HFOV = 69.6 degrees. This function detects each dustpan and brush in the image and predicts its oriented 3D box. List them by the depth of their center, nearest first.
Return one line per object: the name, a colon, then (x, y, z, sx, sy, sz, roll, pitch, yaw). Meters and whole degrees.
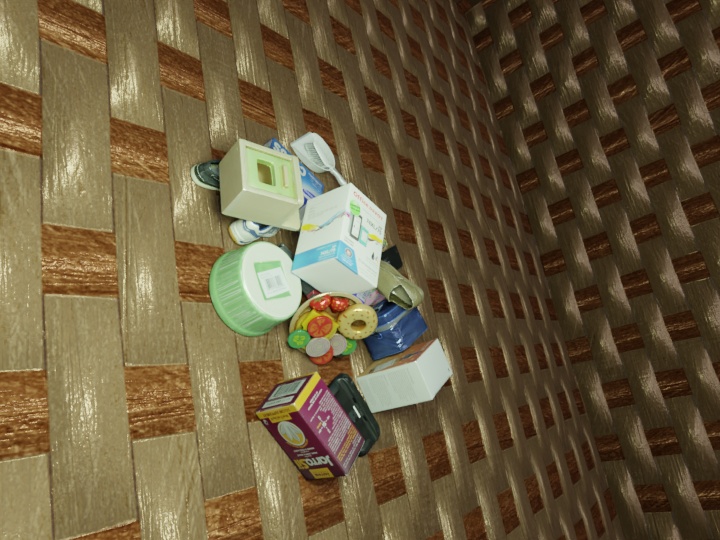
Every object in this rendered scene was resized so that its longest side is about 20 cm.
dustpan and brush: (-0.105, -0.315, 1.524, 0.201, 0.057, 0.140, 58, 36, -14)

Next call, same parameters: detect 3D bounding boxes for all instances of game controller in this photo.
game controller: (-0.020, 0.360, 1.292, 0.104, 0.042, 0.202, -38, 102, -40)

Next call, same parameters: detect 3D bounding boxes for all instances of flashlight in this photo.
flashlight: (-0.144, 0.018, 1.289, 0.200, 0.067, 0.068, 48, 66, -19)

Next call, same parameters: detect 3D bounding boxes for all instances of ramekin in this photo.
ramekin: (-0.222, 0.035, 1.138, 0.199, 0.097, 0.202, 30, 49, -41)

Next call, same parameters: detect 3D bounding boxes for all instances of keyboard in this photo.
keyboard: (0.069, -0.044, 1.645, 0.199, 0.020, 0.129, -30, 102, -56)

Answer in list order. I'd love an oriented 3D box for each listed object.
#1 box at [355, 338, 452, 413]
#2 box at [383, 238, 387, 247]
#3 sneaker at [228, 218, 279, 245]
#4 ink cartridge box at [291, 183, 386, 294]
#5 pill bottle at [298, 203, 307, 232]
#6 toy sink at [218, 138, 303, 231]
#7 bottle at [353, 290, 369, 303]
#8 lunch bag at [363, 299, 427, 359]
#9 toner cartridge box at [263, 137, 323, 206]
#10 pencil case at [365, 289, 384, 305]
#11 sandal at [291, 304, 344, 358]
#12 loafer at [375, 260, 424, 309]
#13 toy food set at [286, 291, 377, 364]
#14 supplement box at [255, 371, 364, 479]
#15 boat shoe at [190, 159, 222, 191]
box: (0.117, 0.278, 1.372, 0.152, 0.199, 0.107, -28, 94, -56)
box: (-0.010, -0.130, 1.456, 0.201, 0.064, 0.070, 52, 3, 34)
sneaker: (-0.221, -0.120, 1.236, 0.076, 0.088, 0.200, 58, 34, -9)
ink cartridge box: (-0.046, -0.066, 1.205, 0.146, 0.145, 0.202, 36, 51, -40)
pill bottle: (-0.088, -0.081, 1.369, 0.200, 0.115, 0.116, 49, 39, -24)
toy sink: (-0.197, -0.184, 1.143, 0.198, 0.112, 0.132, 12, 58, -39)
bottle: (0.000, 0.000, 1.316, 0.083, 0.065, 0.202, 34, 67, -27)
lunch bag: (0.081, 0.149, 1.452, 0.199, 0.135, 0.134, -30, 96, -54)
toner cartridge box: (-0.186, -0.253, 1.396, 0.200, 0.043, 0.096, 40, 44, -34)
pencil case: (-0.009, 0.072, 1.420, 0.199, 0.087, 0.088, -19, 87, -55)
sandal: (-0.091, 0.150, 1.290, 0.200, 0.054, 0.082, 46, 40, -29)
loafer: (0.080, 0.037, 1.390, 0.198, 0.077, 0.068, 28, 27, 3)
toy food set: (-0.071, 0.136, 1.220, 0.199, 0.198, 0.049, 31, 19, -36)
supplement box: (-0.106, 0.333, 1.104, 0.201, 0.130, 0.103, 56, 38, -14)
boat shoe: (-0.295, -0.221, 1.210, 0.198, 0.066, 0.076, 10, 63, -51)
